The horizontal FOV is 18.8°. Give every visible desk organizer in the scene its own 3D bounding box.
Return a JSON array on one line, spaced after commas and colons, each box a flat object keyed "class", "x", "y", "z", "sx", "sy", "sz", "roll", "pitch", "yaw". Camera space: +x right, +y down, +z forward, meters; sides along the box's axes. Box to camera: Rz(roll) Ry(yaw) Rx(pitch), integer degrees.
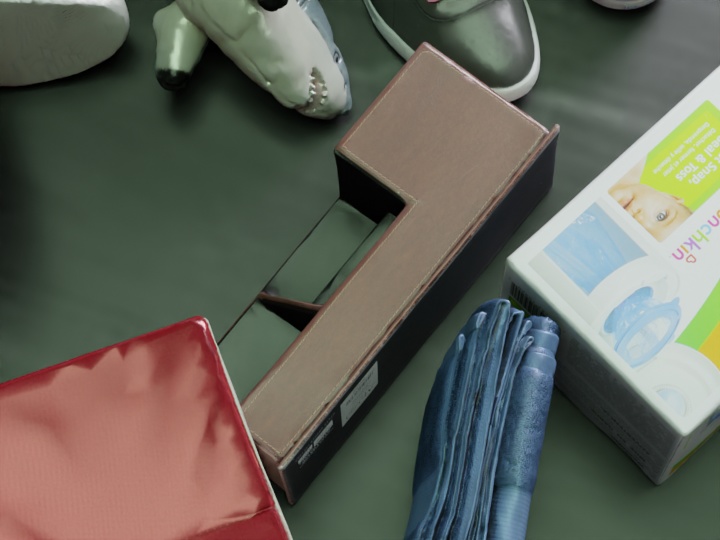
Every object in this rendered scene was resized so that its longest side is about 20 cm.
[{"class": "desk organizer", "x": 0.000, "y": 0.000, "z": 0.995, "sx": 0.077, "sy": 0.072, "sz": 0.200, "roll": 36, "pitch": 77, "yaw": 13}]

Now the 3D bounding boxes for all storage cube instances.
[{"class": "storage cube", "x": -0.121, "y": 0.145, "z": 0.891, "sx": 0.179, "sy": 0.200, "sz": 0.171, "roll": -19, "pitch": 73, "yaw": -12}]

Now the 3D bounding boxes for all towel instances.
[{"class": "towel", "x": 0.040, "y": 0.119, "z": 0.936, "sx": 0.048, "sy": 0.112, "sz": 0.200, "roll": 12, "pitch": 73, "yaw": -3}]

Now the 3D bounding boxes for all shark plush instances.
[{"class": "shark plush", "x": -0.065, "y": -0.163, "z": 1.057, "sx": 0.083, "sy": 0.091, "sz": 0.200, "roll": 2, "pitch": 52, "yaw": -43}]

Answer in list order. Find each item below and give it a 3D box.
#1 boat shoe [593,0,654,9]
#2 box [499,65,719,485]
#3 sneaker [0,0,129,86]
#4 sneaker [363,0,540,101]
[{"class": "boat shoe", "x": 0.084, "y": -0.216, "z": 1.061, "sx": 0.072, "sy": 0.069, "sz": 0.200, "roll": -28, "pitch": 75, "yaw": -8}, {"class": "box", "x": 0.171, "y": -0.017, "z": 0.982, "sx": 0.200, "sy": 0.101, "sz": 0.112, "roll": -43, "pitch": 77, "yaw": -11}, {"class": "sneaker", "x": -0.210, "y": -0.140, "z": 1.045, "sx": 0.199, "sy": 0.075, "sz": 0.089, "roll": -1, "pitch": 60, "yaw": 1}, {"class": "sneaker", "x": 0.025, "y": -0.175, "z": 1.034, "sx": 0.071, "sy": 0.099, "sz": 0.200, "roll": -26, "pitch": 76, "yaw": -9}]
